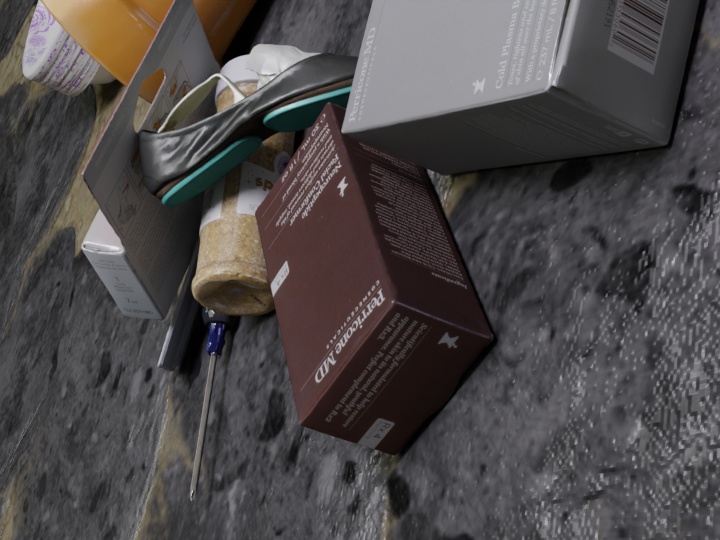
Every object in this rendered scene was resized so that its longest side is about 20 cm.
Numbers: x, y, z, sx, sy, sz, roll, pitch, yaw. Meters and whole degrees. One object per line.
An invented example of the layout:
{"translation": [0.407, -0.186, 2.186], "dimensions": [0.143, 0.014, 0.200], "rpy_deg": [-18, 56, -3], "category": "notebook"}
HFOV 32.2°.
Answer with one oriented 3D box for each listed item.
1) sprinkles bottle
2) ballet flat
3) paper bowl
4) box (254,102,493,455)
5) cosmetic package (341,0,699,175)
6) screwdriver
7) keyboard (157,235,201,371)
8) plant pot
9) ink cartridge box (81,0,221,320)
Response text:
{"translation": [-0.084, -0.066, 0.945], "dimensions": [0.068, 0.068, 0.201], "rpy_deg": [-35, 43, 47], "category": "sprinkles bottle"}
{"translation": [-0.074, -0.116, 0.874], "dimensions": [0.199, 0.068, 0.069], "rpy_deg": [-26, 82, 12], "category": "ballet flat"}
{"translation": [-0.318, -0.304, 1.487], "dimensions": [0.201, 0.104, 0.201], "rpy_deg": [-39, 41, 43], "category": "paper bowl"}
{"translation": [0.000, 0.000, 0.747], "dimensions": [0.100, 0.075, 0.200], "rpy_deg": [-54, 33, 26], "category": "box"}
{"translation": [0.080, -0.118, 0.670], "dimensions": [0.200, 0.090, 0.107], "rpy_deg": [-2, 72, 57], "category": "cosmetic package"}
{"translation": [-0.116, 0.078, 0.941], "dimensions": [0.029, 0.028, 0.201], "rpy_deg": [-6, 59, 28], "category": "screwdriver"}
{"translation": [-0.128, -0.015, 1.019], "dimensions": [0.056, 0.011, 0.201], "rpy_deg": [53, -127, -78], "category": "keyboard"}
{"translation": [-0.168, -0.275, 1.133], "dimensions": [0.183, 0.200, 0.200], "rpy_deg": [-43, 34, 12], "category": "plant pot"}
{"translation": [-0.160, -0.091, 0.965], "dimensions": [0.043, 0.174, 0.201], "rpy_deg": [6, 55, 20], "category": "ink cartridge box"}
